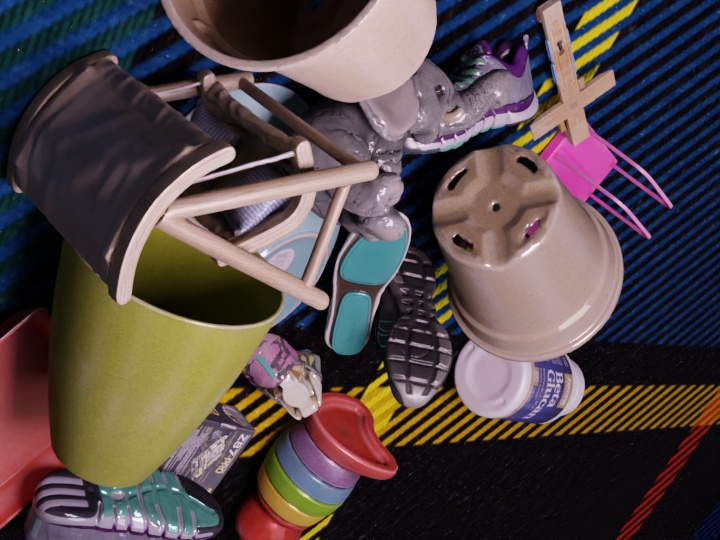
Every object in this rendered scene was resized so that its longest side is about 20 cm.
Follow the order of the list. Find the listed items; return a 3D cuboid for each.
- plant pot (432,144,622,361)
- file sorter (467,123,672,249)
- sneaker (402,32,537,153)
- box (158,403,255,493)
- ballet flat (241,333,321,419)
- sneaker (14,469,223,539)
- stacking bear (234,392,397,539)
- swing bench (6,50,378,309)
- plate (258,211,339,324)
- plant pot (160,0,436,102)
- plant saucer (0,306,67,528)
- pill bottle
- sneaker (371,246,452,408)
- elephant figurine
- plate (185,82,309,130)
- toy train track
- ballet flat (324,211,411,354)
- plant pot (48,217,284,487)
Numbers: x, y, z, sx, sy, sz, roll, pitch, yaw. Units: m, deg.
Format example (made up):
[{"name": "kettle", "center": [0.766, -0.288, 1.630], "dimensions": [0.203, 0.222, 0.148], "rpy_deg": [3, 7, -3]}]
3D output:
[{"name": "plant pot", "center": [0.162, -0.030, 1.287], "dimensions": [0.201, 0.200, 0.184], "rpy_deg": [-45, 149, -2]}, {"name": "file sorter", "center": [0.255, -0.051, 1.458], "dimensions": [0.201, 0.125, 0.139], "rpy_deg": [-51, 146, 5]}, {"name": "sneaker", "center": [0.094, -0.177, 1.212], "dimensions": [0.198, 0.074, 0.089], "rpy_deg": [-23, 117, -38]}, {"name": "box", "center": [-0.220, 0.220, 1.272], "dimensions": [0.201, 0.049, 0.160], "rpy_deg": [-54, 143, 9]}, {"name": "ballet flat", "center": [-0.073, 0.114, 1.266], "dimensions": [0.069, 0.071, 0.200], "rpy_deg": [-37, 162, 1]}, {"name": "sneaker", "center": [-0.233, 0.244, 1.195], "dimensions": [0.198, 0.075, 0.088], "rpy_deg": [15, 126, -32]}, {"name": "stacking bear", "center": [-0.070, 0.249, 1.421], "dimensions": [0.113, 0.122, 0.201], "rpy_deg": [21, 117, -39]}, {"name": "swing bench", "center": [-0.131, -0.072, 0.923], "dimensions": [0.198, 0.198, 0.131], "rpy_deg": [5, 114, -43]}, {"name": "plate", "center": [-0.089, 0.009, 1.185], "dimensions": [0.199, 0.026, 0.201], "rpy_deg": [-36, 156, -19]}, {"name": "plant pot", "center": [-0.029, -0.220, 0.940], "dimensions": [0.201, 0.200, 0.183], "rpy_deg": [-50, 158, 5]}, {"name": "plant saucer", "center": [-0.321, 0.136, 1.087], "dimensions": [0.199, 0.037, 0.201], "rpy_deg": [-41, 146, -11]}, {"name": "pill bottle", "center": [0.218, 0.145, 1.627], "dimensions": [0.199, 0.111, 0.112], "rpy_deg": [15, 113, -53]}, {"name": "sneaker", "center": [0.051, 0.070, 1.313], "dimensions": [0.074, 0.202, 0.080], "rpy_deg": [13, 136, -14]}, {"name": "elephant figurine", "center": [0.020, -0.139, 1.091], "dimensions": [0.202, 0.140, 0.155], "rpy_deg": [-61, 147, -10]}, {"name": "plate", "center": [-0.112, -0.076, 1.116], "dimensions": [0.199, 0.026, 0.202], "rpy_deg": [-29, 141, -26]}, {"name": "toy train track", "center": [0.216, -0.217, 1.338], "dimensions": [0.114, 0.033, 0.201], "rpy_deg": [-34, 139, -8]}, {"name": "ballet flat", "center": [0.000, 0.000, 1.282], "dimensions": [0.069, 0.070, 0.202], "rpy_deg": [-18, 142, -36]}, {"name": "plant pot", "center": [-0.185, 0.072, 1.024], "dimensions": [0.186, 0.187, 0.202], "rpy_deg": [-1, 125, -47]}]
